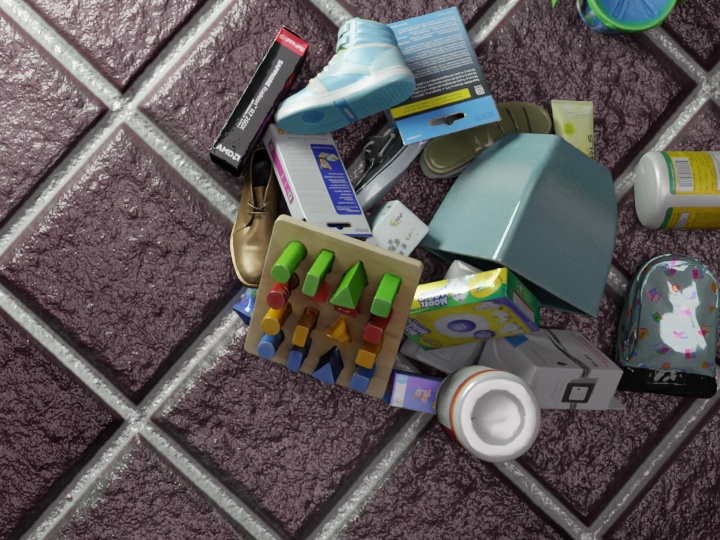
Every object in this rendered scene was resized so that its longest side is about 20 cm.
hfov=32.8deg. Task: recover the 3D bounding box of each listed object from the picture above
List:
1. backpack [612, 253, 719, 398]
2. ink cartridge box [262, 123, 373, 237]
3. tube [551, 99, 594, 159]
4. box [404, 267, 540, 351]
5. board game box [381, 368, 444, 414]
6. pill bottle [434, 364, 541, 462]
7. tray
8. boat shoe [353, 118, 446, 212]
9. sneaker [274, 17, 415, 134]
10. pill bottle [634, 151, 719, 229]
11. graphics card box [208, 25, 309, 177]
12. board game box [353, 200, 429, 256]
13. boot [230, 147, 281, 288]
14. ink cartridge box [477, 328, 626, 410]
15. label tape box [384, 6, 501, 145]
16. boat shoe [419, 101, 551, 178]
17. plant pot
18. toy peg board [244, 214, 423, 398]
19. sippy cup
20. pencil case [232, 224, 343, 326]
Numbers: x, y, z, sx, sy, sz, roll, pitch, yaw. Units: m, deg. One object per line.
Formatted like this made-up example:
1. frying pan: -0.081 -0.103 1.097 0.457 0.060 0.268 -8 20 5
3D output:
1. backpack: 0.447 0.078 1.751 0.165 0.127 0.202 6 86 -2
2. ink cartridge box: -0.059 -0.115 1.655 0.094 0.037 0.201 -1 51 -31
3. tube: 0.313 -0.148 1.777 0.051 0.058 0.202 -4 87 20
4. box: 0.125 0.055 1.617 0.198 0.117 0.049 -11 60 29
5. board game box: 0.132 0.180 1.714 0.198 0.134 0.045 12 88 -5
6. pill bottle: 0.154 0.177 1.548 0.108 0.200 0.111 0 89 -6
7. tray: 0.137 0.078 1.707 0.107 0.022 0.201 25 130 -4
8. boat shoe: 0.036 -0.163 1.747 0.071 0.072 0.200 41 75 4
9. sneaker: -0.031 -0.270 1.666 0.198 0.080 0.132 -17 67 7
10. pill bottle: 0.507 -0.116 1.765 0.198 0.113 0.114 -1 90 -5
11. graphics card box: -0.140 -0.230 1.694 0.051 0.125 0.201 31 86 -5
12. board game box: 0.000 0.000 1.696 0.064 0.148 0.200 40 86 -6
13. boot: -0.143 -0.075 1.680 0.073 0.076 0.202 2 65 1
14. ink cartridge box: 0.278 0.136 1.699 0.198 0.116 0.067 5 115 -32
15. label tape box: 0.098 -0.258 1.710 0.143 0.063 0.202 -15 65 -5
16. boat shoe: 0.175 -0.186 1.754 0.198 0.068 0.075 -19 82 -11
17. plant pot: 0.236 -0.076 1.671 0.195 0.195 0.202 27 84 -30
18. toy peg board: -0.045 0.063 1.557 0.198 0.098 0.201 19 114 5
19. sippy cup: 0.370 -0.397 1.744 0.177 0.130 0.140 33 86 -5
20. pencil case: -0.095 0.000 1.718 0.078 0.087 0.201 37 87 -30
